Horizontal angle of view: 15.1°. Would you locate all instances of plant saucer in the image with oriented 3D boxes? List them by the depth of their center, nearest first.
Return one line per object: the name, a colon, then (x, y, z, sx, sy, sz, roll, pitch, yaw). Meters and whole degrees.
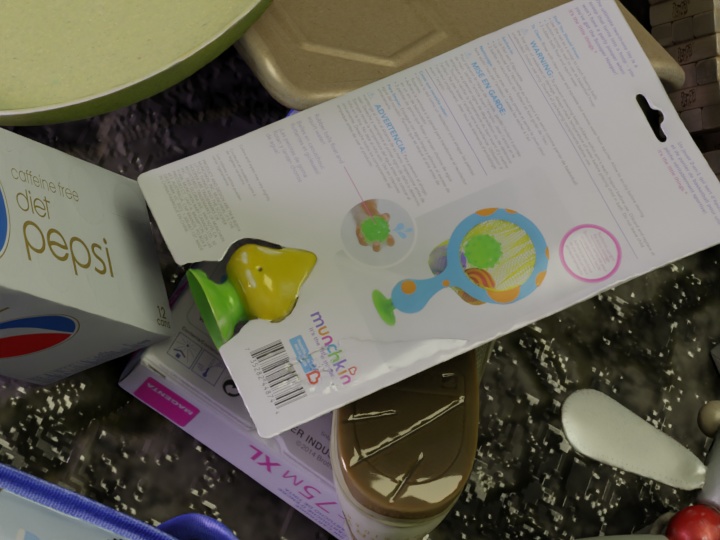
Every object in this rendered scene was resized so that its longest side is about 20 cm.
plant saucer: (-0.108, -0.122, 1.060, 0.200, 0.031, 0.200, -10, 47, 11)

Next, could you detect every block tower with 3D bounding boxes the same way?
block tower: (0.163, -0.121, 1.204, 0.058, 0.054, 0.200, -2, 87, -27)

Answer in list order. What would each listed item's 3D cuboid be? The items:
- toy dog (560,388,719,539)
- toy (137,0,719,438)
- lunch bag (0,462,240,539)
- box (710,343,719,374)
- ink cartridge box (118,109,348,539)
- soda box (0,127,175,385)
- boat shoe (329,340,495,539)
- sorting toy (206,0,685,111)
toy dog: (0.086, 0.114, 1.080, 0.200, 0.132, 0.096, -23, 42, -35)
toy: (0.029, -0.018, 1.027, 0.200, 0.047, 0.115, -22, 69, -15)
lunch bag: (-0.109, 0.143, 0.928, 0.200, 0.170, 0.124, 23, 66, -14)
box: (0.268, 0.019, 1.191, 0.200, 0.117, 0.060, -15, 74, -28)
ink cartridge box: (0.000, 0.000, 1.114, 0.119, 0.042, 0.200, 36, 61, -8)
soda box: (-0.147, -0.012, 0.971, 0.200, 0.064, 0.068, 22, 51, -62)
boat shoe: (0.023, 0.016, 1.071, 0.073, 0.063, 0.201, 8, 59, -5)
sorting toy: (0.011, -0.119, 1.131, 0.200, 0.037, 0.185, -3, 37, -29)
